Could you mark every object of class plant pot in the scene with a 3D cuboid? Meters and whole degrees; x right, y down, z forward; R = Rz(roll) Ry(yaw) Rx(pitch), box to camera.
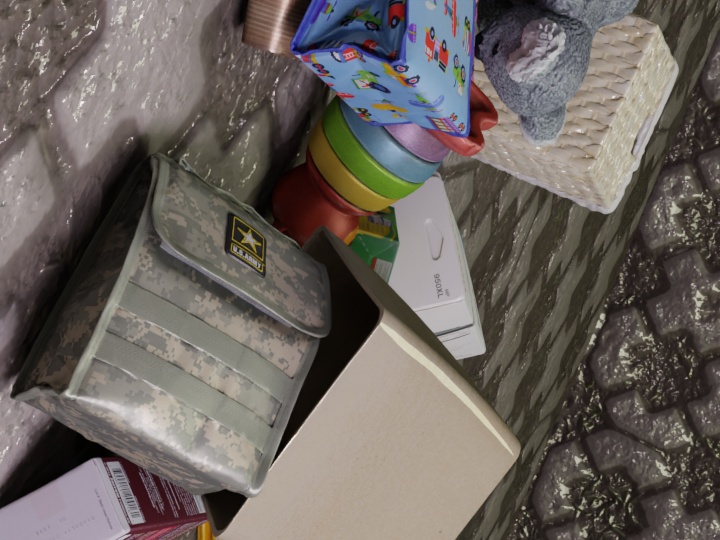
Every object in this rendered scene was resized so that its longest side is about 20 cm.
[{"bbox_3d":[0.000,0.118,1.165,0.200,0.177,0.200,-53,-156,7],"label":"plant pot"}]

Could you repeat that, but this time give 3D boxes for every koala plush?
[{"bbox_3d":[0.180,-0.236,1.483,0.178,0.183,0.201,75,25,-62],"label":"koala plush"}]

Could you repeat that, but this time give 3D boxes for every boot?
[{"bbox_3d":[-0.020,-0.239,1.177,0.200,0.076,0.156,-2,112,-63],"label":"boot"}]

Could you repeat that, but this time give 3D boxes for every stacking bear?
[{"bbox_3d":[0.004,-0.093,1.305,0.200,0.114,0.122,-42,-174,25],"label":"stacking bear"}]

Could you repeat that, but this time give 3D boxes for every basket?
[{"bbox_3d":[0.229,-0.200,1.729,0.199,0.199,0.161,-64,161,-2],"label":"basket"}]

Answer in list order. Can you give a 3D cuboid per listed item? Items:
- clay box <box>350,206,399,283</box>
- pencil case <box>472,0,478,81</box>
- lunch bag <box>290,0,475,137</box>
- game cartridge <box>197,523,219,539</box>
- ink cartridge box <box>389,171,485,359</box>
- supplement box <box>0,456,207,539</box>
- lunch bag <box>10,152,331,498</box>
[{"bbox_3d":[0.000,0.000,1.460,0.200,0.047,0.116,-86,-168,-77],"label":"clay box"},{"bbox_3d":[0.073,-0.222,1.435,0.086,0.083,0.200,-31,151,-20],"label":"pencil case"},{"bbox_3d":[0.041,-0.221,1.138,0.150,0.094,0.201,36,67,-63],"label":"lunch bag"},{"bbox_3d":[-0.109,0.245,1.633,0.200,0.032,0.177,-53,159,-40],"label":"game cartridge"},{"bbox_3d":[0.071,0.003,1.623,0.200,0.084,0.145,62,16,-69],"label":"ink cartridge box"},{"bbox_3d":[-0.191,0.188,1.172,0.108,0.061,0.200,-29,167,12],"label":"supplement box"},{"bbox_3d":[-0.117,0.035,1.068,0.117,0.164,0.201,-10,-128,55],"label":"lunch bag"}]
